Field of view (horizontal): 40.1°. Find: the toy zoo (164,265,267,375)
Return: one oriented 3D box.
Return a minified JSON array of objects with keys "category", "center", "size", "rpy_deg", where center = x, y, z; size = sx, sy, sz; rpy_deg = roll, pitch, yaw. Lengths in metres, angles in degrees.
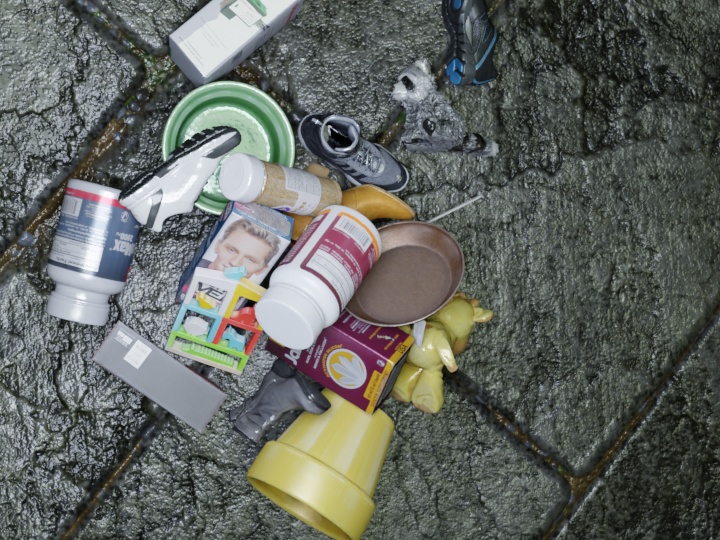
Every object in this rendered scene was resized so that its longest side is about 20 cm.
[{"category":"toy zoo","center":[-0.210,0.070,1.504],"size":[0.130,0.021,0.201],"rpy_deg":[21,128,-12]}]

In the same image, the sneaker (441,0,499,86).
[{"category":"sneaker","center":[0.183,-0.404,1.617],"size":[0.081,0.073,0.202],"rpy_deg":[-4,99,-28]}]

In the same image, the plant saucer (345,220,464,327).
[{"category":"plant saucer","center":[0.062,0.011,1.493],"size":[0.200,0.201,0.037],"rpy_deg":[-33,140,-9]}]

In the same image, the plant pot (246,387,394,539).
[{"category":"plant pot","center":[-0.046,0.291,1.532],"size":[0.200,0.201,0.190],"rpy_deg":[35,70,-11]}]

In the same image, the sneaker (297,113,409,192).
[{"category":"sneaker","center":[-0.004,-0.183,1.553],"size":[0.199,0.114,0.076],"rpy_deg":[29,86,-12]}]

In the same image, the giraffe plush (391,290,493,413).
[{"category":"giraffe plush","center":[0.117,0.102,1.580],"size":[0.172,0.201,0.162],"rpy_deg":[41,49,12]}]

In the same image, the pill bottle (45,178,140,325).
[{"category":"pill bottle","center":[-0.400,-0.026,1.472],"size":[0.119,0.120,0.202],"rpy_deg":[14,90,-12]}]

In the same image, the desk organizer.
[{"category":"desk organizer","center":[-0.309,0.160,1.520],"size":[0.199,0.077,0.072],"rpy_deg":[37,85,-11]}]

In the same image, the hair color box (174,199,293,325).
[{"category":"hair color box","center":[-0.192,-0.016,1.488],"size":[0.099,0.061,0.200],"rpy_deg":[26,125,-17]}]

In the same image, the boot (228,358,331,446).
[{"category":"boot","center":[-0.126,0.217,1.504],"size":[0.070,0.200,0.132],"rpy_deg":[45,80,-18]}]

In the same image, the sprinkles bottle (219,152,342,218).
[{"category":"sprinkles bottle","center":[-0.113,-0.121,1.443],"size":[0.199,0.068,0.069],"rpy_deg":[10,90,-50]}]

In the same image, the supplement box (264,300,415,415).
[{"category":"supplement box","center":[-0.033,0.111,1.499],"size":[0.199,0.086,0.111],"rpy_deg":[30,124,12]}]

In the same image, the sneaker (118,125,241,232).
[{"category":"sneaker","center":[-0.251,-0.136,1.433],"size":[0.199,0.074,0.080],"rpy_deg":[-37,115,-4]}]

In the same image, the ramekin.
[{"category":"ramekin","center":[-0.205,-0.184,1.518],"size":[0.198,0.098,0.202],"rpy_deg":[-1,93,-12]}]

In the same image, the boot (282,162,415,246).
[{"category":"boot","center":[-0.026,-0.071,1.567],"size":[0.200,0.071,0.145],"rpy_deg":[22,76,0]}]

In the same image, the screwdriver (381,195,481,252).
[{"category":"screwdriver","center":[0.109,-0.074,1.578],"size":[0.198,0.028,0.029],"rpy_deg":[-22,63,-7]}]

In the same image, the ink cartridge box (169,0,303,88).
[{"category":"ink cartridge box","center":[-0.188,-0.371,1.491],"size":[0.200,0.146,0.084],"rpy_deg":[-42,98,-8]}]

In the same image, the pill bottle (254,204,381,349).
[{"category":"pill bottle","center":[-0.060,0.010,1.417],"size":[0.114,0.114,0.200],"rpy_deg":[43,53,-10]}]

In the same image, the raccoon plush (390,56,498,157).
[{"category":"raccoon plush","center":[0.133,-0.263,1.615],"size":[0.199,0.096,0.135],"rpy_deg":[11,75,-41]}]
